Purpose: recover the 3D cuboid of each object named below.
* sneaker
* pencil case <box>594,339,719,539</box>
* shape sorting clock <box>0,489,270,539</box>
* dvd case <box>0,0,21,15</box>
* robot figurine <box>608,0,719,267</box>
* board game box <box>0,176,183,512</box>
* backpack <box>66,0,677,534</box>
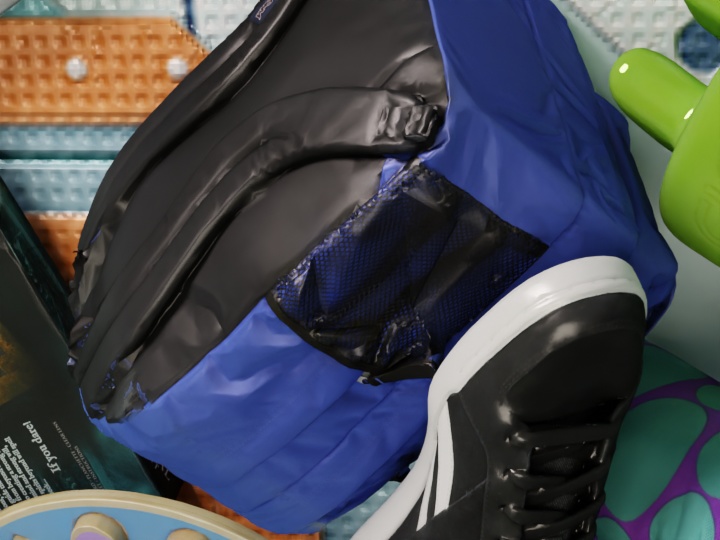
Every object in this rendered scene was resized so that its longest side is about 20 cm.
[{"bbox_3d":[0.063,0.095,0.831,0.112,0.073,0.200,63,146,30],"label":"sneaker"},{"bbox_3d":[0.115,0.085,0.888,0.085,0.200,0.093,38,87,-24],"label":"pencil case"},{"bbox_3d":[-0.081,0.169,1.030,0.199,0.039,0.201,11,133,12],"label":"shape sorting clock"},{"bbox_3d":[-0.210,-0.167,0.955,0.146,0.022,0.200,-33,100,22],"label":"dvd case"},{"bbox_3d":[0.183,-0.030,0.853,0.199,0.116,0.176,33,91,15],"label":"robot figurine"},{"bbox_3d":[-0.177,0.033,1.013,0.135,0.028,0.201,-21,112,20],"label":"board game box"},{"bbox_3d":[0.000,0.000,0.898,0.168,0.163,0.200,38,114,-26],"label":"backpack"}]
